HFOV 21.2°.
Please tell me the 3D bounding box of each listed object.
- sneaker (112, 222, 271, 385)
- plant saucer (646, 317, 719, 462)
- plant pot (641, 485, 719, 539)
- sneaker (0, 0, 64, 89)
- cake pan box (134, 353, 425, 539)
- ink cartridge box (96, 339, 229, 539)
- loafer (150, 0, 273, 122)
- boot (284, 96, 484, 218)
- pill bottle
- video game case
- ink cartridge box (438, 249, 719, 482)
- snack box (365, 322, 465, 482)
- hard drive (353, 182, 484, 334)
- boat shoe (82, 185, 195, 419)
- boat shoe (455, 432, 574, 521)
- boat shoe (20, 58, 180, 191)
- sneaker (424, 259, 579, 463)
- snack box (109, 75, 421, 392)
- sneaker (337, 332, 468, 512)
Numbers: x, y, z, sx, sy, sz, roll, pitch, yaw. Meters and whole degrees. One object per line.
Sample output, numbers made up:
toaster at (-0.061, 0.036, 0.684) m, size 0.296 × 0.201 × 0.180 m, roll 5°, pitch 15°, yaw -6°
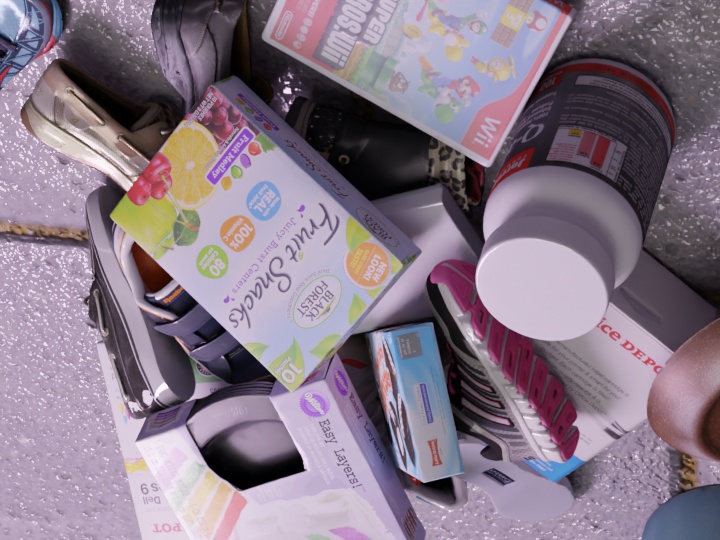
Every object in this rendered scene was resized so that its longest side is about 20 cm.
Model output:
sneaker at (-0.133, 0.030, 1.587) m, size 0.078 × 0.079 × 0.200 m, roll -43°, pitch 100°, yaw 5°
plant saucer at (0.321, 0.092, 1.487) m, size 0.199 × 0.037 × 0.201 m, roll -12°, pitch 141°, yaw -10°
plant pot at (0.332, 0.306, 1.682) m, size 0.199 × 0.135 × 0.201 m, roll 12°, pitch 135°, yaw 12°
sneaker at (-0.308, -0.164, 1.551) m, size 0.079 × 0.096 × 0.200 m, roll 36°, pitch 135°, yaw -12°
cake pan box at (-0.067, 0.178, 1.608) m, size 0.183 × 0.052 × 0.201 m, roll -18°, pitch 112°, yaw 17°
ink cartridge box at (-0.135, 0.141, 1.714) m, size 0.145 × 0.087 × 0.201 m, roll -5°, pitch 104°, yaw 27°
loafer at (-0.103, -0.131, 1.513) m, size 0.072 × 0.073 × 0.201 m, roll -1°, pitch 131°, yaw 19°
boot at (0.020, -0.045, 1.538) m, size 0.153 × 0.074 × 0.204 m, roll 6°, pitch 134°, yaw 14°
pill bottle at (0.153, -0.052, 1.380) m, size 0.115 × 0.200 × 0.116 m, roll 12°, pitch 134°, yaw 13°
video game case at (0.040, -0.180, 1.410) m, size 0.199 × 0.017 × 0.143 m, roll 29°, pitch 124°, yaw 2°
ink cartridge box at (0.171, 0.064, 1.563) m, size 0.146 × 0.084 × 0.200 m, roll 37°, pitch 134°, yaw -11°
snack box at (0.041, 0.101, 1.525) m, size 0.037 × 0.200 × 0.117 m, roll -12°, pitch 89°, yaw -5°
hard drive at (0.000, 0.000, 1.527) m, size 0.199 × 0.026 × 0.132 m, roll -14°, pitch 139°, yaw 22°
boat shoe at (-0.205, 0.028, 1.640) m, size 0.063 × 0.071 × 0.201 m, roll -23°, pitch 78°, yaw 24°
boat shoe at (0.124, 0.160, 1.684) m, size 0.071 × 0.070 × 0.200 m, roll -25°, pitch 143°, yaw 27°
boat shoe at (-0.176, -0.104, 1.569) m, size 0.199 × 0.072 × 0.065 m, roll 29°, pitch 115°, yaw -15°
sneaker at (0.091, 0.080, 1.501) m, size 0.087 × 0.074 × 0.200 m, roll -17°, pitch 123°, yaw 29°
snack box at (-0.073, -0.028, 1.463) m, size 0.200 × 0.053 × 0.142 m, roll 44°, pitch 114°, yaw 6°
sneaker at (0.032, 0.133, 1.655) m, size 0.070 × 0.093 × 0.200 m, roll -39°, pitch 122°, yaw 0°
